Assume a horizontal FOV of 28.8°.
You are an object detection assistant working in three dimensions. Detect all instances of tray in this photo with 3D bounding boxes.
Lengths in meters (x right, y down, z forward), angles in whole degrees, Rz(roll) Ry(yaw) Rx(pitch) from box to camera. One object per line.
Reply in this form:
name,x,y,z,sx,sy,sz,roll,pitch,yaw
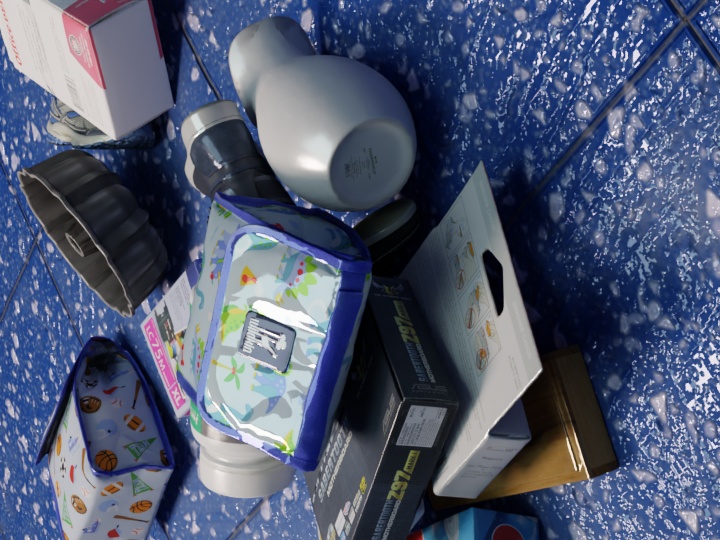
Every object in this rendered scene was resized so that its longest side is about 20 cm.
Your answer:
tray,0.114,0.131,1.134,0.200,0.037,0.099,-25,80,53

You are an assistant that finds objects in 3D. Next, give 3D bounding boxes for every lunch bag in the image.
lunch bag,-0.311,0.203,1.661,0.170,0.124,0.200,-62,38,42
lunch bag,-0.061,0.044,1.108,0.200,0.127,0.170,34,114,59

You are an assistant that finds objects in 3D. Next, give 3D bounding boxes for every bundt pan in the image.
bundt pan,-0.284,-0.050,1.535,0.202,0.076,0.202,44,161,20

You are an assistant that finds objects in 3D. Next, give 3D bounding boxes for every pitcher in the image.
pitcher,-0.030,-0.109,1.203,0.200,0.121,0.172,45,155,51

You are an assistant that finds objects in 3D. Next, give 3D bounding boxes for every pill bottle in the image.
pill bottle,-0.109,0.110,1.360,0.113,0.113,0.200,23,118,48

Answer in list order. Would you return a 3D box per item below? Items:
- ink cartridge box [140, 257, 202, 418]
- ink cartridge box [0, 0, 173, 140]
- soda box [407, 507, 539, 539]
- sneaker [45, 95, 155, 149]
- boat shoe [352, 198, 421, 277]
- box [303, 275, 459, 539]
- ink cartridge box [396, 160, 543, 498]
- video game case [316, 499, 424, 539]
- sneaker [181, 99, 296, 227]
ink cartridge box,-0.166,0.065,1.489,0.200,0.042,0.119,-42,67,49
ink cartridge box,-0.298,-0.251,1.479,0.200,0.083,0.147,35,148,34
soda box,0.068,0.259,1.191,0.200,0.068,0.064,-38,45,51
sneaker,-0.295,-0.178,1.559,0.200,0.077,0.085,12,103,49
boat shoe,-0.001,0.001,1.227,0.066,0.075,0.199,49,134,-9
box,0.009,0.129,1.127,0.158,0.051,0.200,-109,32,-52
ink cartridge box,0.091,0.045,1.078,0.174,0.043,0.200,-55,36,43
video game case,0.000,0.173,1.246,0.182,0.023,0.200,120,150,-44
sneaker,-0.102,-0.056,1.281,0.146,0.077,0.202,62,178,12
